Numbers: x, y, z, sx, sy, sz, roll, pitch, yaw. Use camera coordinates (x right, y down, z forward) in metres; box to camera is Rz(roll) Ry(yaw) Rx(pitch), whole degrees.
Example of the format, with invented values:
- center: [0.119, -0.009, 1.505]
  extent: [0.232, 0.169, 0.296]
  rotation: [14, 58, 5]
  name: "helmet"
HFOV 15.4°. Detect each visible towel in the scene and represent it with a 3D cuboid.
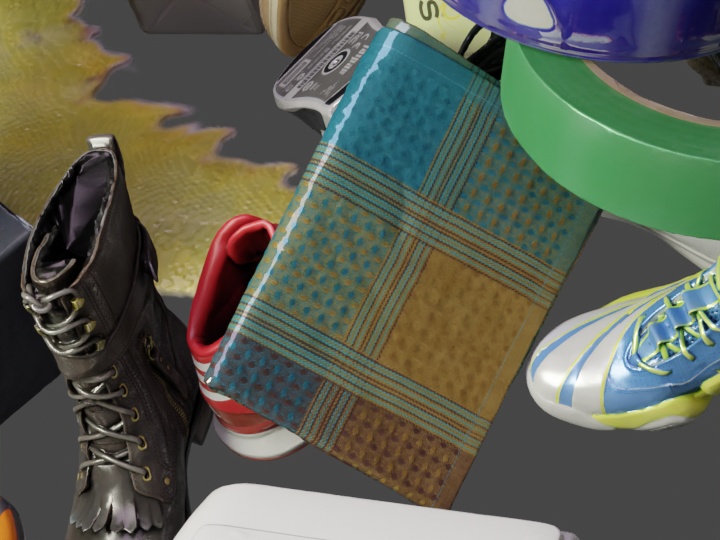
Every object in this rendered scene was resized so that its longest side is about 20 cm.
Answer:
- center: [0.027, -0.002, 1.273]
  extent: [0.200, 0.147, 0.022]
  rotation: [-63, 20, -10]
  name: "towel"

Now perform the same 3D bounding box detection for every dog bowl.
- center: [0.120, -0.186, 1.263]
  extent: [0.200, 0.079, 0.200]
  rotation: [4, 40, -3]
  name: "dog bowl"

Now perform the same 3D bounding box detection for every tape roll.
- center: [0.167, -0.094, 1.257]
  extent: [0.200, 0.048, 0.201]
  rotation: [3, 41, -3]
  name: "tape roll"

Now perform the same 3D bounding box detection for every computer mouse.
- center: [0.013, -0.093, 1.389]
  extent: [0.110, 0.044, 0.200]
  rotation: [-46, 21, -5]
  name: "computer mouse"

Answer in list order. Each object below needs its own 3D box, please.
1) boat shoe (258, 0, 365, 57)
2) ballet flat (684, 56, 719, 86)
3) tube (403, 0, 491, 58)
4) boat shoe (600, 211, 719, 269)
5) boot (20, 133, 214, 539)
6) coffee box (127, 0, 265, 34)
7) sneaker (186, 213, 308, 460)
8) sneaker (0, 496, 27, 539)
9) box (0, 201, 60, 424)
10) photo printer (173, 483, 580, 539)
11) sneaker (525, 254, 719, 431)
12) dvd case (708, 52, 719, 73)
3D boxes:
- center: [-0.027, -0.218, 1.455]
  extent: [0.074, 0.200, 0.069]
  rotation: [-10, 31, -38]
  name: "boat shoe"
- center: [0.237, -0.083, 1.360]
  extent: [0.200, 0.046, 0.067]
  rotation: [36, 47, 29]
  name: "ballet flat"
- center: [0.046, -0.186, 1.407]
  extent: [0.058, 0.200, 0.052]
  rotation: [6, 28, 44]
  name: "tube"
- center: [0.140, -0.057, 1.345]
  extent: [0.072, 0.069, 0.200]
  rotation: [-41, 53, -16]
  name: "boat shoe"
- center: [-0.127, 0.058, 1.264]
  extent: [0.069, 0.174, 0.200]
  rotation: [-3, 52, 14]
  name: "boot"
- center: [-0.082, -0.247, 1.531]
  extent: [0.080, 0.114, 0.200]
  rotation: [2, 53, 19]
  name: "coffee box"
- center: [0.000, 0.000, 1.310]
  extent: [0.200, 0.116, 0.078]
  rotation: [-42, 54, -16]
  name: "sneaker"
- center: [-0.222, 0.170, 1.244]
  extent: [0.077, 0.112, 0.200]
  rotation: [8, 56, 21]
  name: "sneaker"
- center: [-0.265, 0.035, 1.368]
  extent: [0.200, 0.104, 0.148]
  rotation: [-40, 52, -16]
  name: "box"
- center: [-0.012, 0.181, 1.203]
  extent: [0.200, 0.070, 0.167]
  rotation: [5, 55, 20]
  name: "photo printer"
- center: [0.171, 0.013, 1.258]
  extent: [0.200, 0.105, 0.076]
  rotation: [-12, 50, 7]
  name: "sneaker"
- center: [0.247, -0.116, 1.346]
  extent: [0.146, 0.022, 0.200]
  rotation: [-7, 44, -16]
  name: "dvd case"
